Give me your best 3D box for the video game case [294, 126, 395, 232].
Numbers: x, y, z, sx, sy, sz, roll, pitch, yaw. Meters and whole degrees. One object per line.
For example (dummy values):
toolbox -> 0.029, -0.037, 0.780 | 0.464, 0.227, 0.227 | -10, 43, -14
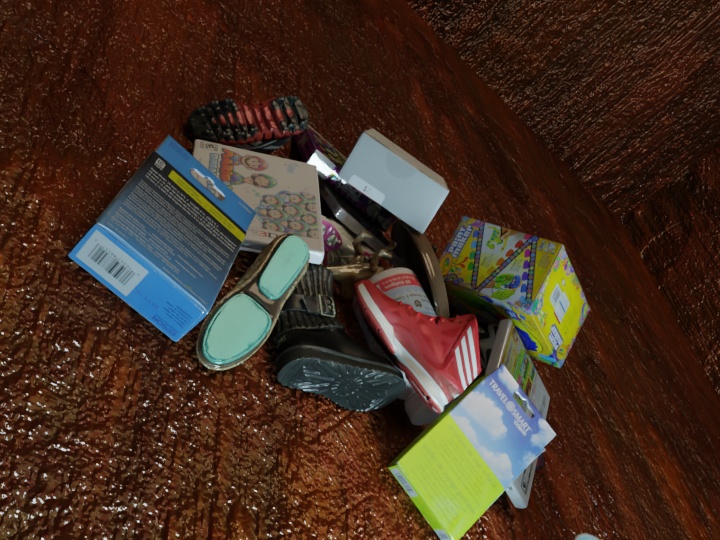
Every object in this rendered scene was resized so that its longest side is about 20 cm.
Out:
video game case -> -0.032, -0.163, 1.297 | 0.180, 0.036, 0.201 | 39, 12, -23

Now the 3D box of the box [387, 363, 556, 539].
box -> 0.144, 0.230, 0.972 | 0.199, 0.048, 0.123 | -37, 86, -24

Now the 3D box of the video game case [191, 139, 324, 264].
video game case -> -0.139, -0.095, 1.008 | 0.177, 0.024, 0.203 | 10, 39, -15

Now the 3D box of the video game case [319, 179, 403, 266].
video game case -> -0.011, -0.088, 1.235 | 0.142, 0.018, 0.201 | 39, 9, -28

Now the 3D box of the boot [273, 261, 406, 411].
boot -> -0.034, 0.079, 0.973 | 0.209, 0.079, 0.160 | 28, 33, -40

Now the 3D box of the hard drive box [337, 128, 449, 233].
hard drive box -> 0.054, -0.146, 1.191 | 0.154, 0.078, 0.200 | 34, 11, -2

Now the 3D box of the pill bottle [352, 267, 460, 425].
pill bottle -> 0.069, 0.107, 1.075 | 0.108, 0.108, 0.203 | 16, 41, -50

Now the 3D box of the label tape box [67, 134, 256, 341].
label tape box -> -0.209, -0.041, 0.845 | 0.144, 0.063, 0.202 | 42, 30, -18

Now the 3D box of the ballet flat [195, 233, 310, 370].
ballet flat -> -0.124, 0.041, 0.874 | 0.071, 0.065, 0.201 | 45, 54, -9

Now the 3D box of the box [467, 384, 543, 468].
box -> 0.223, 0.241, 1.168 | 0.198, 0.037, 0.141 | 8, 77, -56

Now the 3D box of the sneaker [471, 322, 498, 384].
sneaker -> 0.147, 0.146, 1.209 | 0.200, 0.127, 0.081 | -49, 140, -31

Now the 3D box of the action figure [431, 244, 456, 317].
action figure -> 0.151, 0.004, 1.361 | 0.200, 0.102, 0.120 | 44, 32, -10

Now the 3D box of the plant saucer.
plant saucer -> 0.092, 0.018, 1.181 | 0.200, 0.029, 0.205 | 163, -89, -80

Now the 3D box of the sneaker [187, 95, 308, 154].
sneaker -> -0.174, -0.210, 1.142 | 0.197, 0.097, 0.072 | -15, 77, -38

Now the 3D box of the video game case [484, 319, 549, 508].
video game case -> 0.224, 0.209, 1.122 | 0.184, 0.022, 0.202 | 57, 41, -32

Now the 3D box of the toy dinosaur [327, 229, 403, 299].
toy dinosaur -> 0.000, 0.000, 1.095 | 0.197, 0.102, 0.058 | 12, 30, -44

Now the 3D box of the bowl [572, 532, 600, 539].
bowl -> 0.296, 0.461, 0.985 | 0.199, 0.105, 0.203 | 38, 28, -24

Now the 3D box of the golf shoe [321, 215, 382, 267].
golf shoe -> -0.052, -0.045, 1.136 | 0.199, 0.075, 0.092 | 34, 18, -45

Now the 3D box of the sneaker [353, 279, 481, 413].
sneaker -> 0.082, 0.073, 0.993 | 0.202, 0.114, 0.079 | 54, -10, 17

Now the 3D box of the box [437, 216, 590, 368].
box -> 0.251, 0.035, 1.263 | 0.190, 0.124, 0.200 | 21, -19, 39
